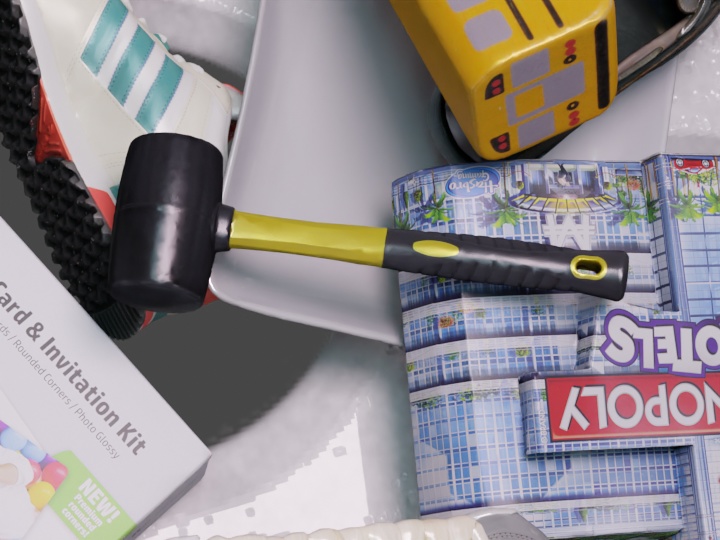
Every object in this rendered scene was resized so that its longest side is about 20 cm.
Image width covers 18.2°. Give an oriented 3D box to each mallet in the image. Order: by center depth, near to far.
[{"bbox_3d":[0.000,0.000,0.851,0.198,0.041,0.066,14,73,6],"label":"mallet"}]

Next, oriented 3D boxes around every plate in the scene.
[{"bbox_3d":[0.037,-0.056,0.947,0.199,0.032,0.201,16,71,-20],"label":"plate"}]

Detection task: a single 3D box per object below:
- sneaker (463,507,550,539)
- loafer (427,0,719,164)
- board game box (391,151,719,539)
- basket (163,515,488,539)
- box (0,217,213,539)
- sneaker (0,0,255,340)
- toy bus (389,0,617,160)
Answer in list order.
[{"bbox_3d":[0.064,0.187,0.821,0.078,0.077,0.202,-8,86,-7],"label":"sneaker"},{"bbox_3d":[0.113,-0.113,0.926,0.072,0.063,0.200,46,74,-8],"label":"loafer"},{"bbox_3d":[0.120,0.056,0.907,0.199,0.062,0.202,-1,79,-28],"label":"board game box"},{"bbox_3d":[-0.026,0.165,0.769,0.122,0.200,0.137,-8,75,-18],"label":"basket"},{"bbox_3d":[-0.182,0.085,0.885,0.200,0.041,0.156,-41,84,-19],"label":"box"},{"bbox_3d":[-0.099,-0.073,0.938,0.093,0.070,0.201,-16,76,-30],"label":"sneaker"},{"bbox_3d":[0.037,-0.145,0.883,0.078,0.065,0.201,-24,59,-5],"label":"toy bus"}]
